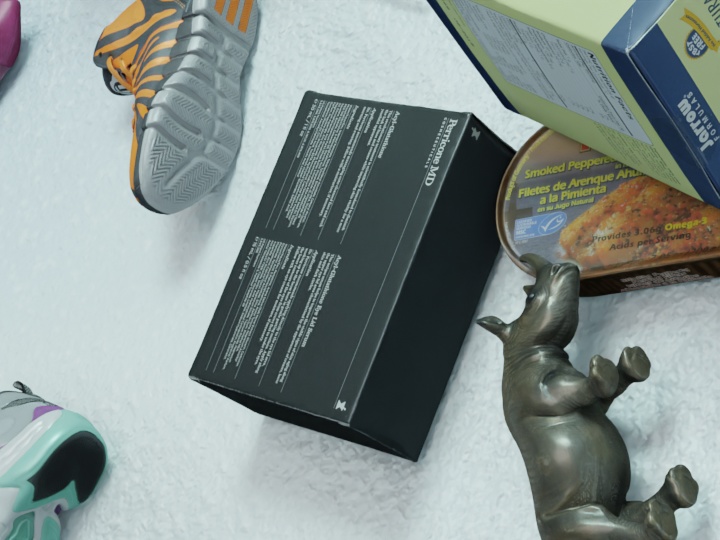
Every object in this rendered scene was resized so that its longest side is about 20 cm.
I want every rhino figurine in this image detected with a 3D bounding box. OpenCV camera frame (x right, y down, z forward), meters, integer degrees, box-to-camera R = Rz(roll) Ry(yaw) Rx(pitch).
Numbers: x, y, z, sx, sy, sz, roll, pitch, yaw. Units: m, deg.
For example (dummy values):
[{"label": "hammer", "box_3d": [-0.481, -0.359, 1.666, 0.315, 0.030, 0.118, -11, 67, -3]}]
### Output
[{"label": "rhino figurine", "box_3d": [0.115, 0.075, 1.011, 0.087, 0.060, 0.200, -40, 54, 36]}]

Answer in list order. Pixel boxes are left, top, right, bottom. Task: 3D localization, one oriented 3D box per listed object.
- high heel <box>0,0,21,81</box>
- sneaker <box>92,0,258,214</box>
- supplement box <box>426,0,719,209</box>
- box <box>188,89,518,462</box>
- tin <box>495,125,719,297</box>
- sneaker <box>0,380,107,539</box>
[{"label": "high heel", "box_3d": [-0.355, -0.200, 1.520, 0.200, 0.067, 0.096, 24, 94, 28]}, {"label": "sneaker", "box_3d": [-0.143, -0.121, 1.321, 0.112, 0.078, 0.200, -11, 51, 38]}, {"label": "supplement box", "box_3d": [0.171, -0.172, 1.014, 0.200, 0.134, 0.200, -48, 40, -7]}, {"label": "box", "box_3d": [0.000, 0.000, 1.137, 0.141, 0.079, 0.200, 12, 76, 44]}, {"label": "tin", "box_3d": [0.171, -0.047, 1.055, 0.200, 0.042, 0.112, -10, 67, 34]}, {"label": "sneaker", "box_3d": [-0.270, 0.168, 1.273, 0.140, 0.078, 0.200, 27, 77, 44]}]
